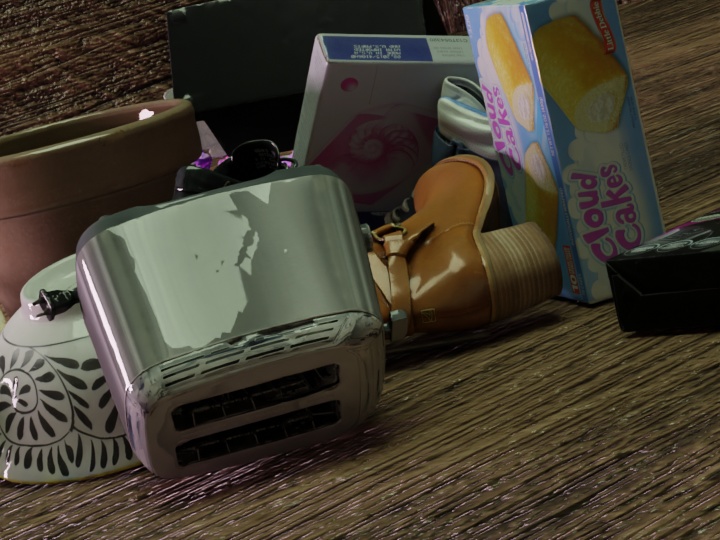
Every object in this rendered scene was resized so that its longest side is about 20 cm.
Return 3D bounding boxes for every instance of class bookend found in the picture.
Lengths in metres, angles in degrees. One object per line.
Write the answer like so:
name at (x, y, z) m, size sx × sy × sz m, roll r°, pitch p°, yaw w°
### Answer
bookend at (-0.026, -0.140, 2.003) m, size 0.197 × 0.093 × 0.200 m, roll -11°, pitch -22°, yaw 10°

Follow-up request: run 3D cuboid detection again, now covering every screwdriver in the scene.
screwdriver at (-0.016, 0.055, 1.635) m, size 0.198 × 0.028 × 0.029 m, roll -13°, pitch 37°, yaw -5°

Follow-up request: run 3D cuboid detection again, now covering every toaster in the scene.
toaster at (-0.077, 0.031, 1.449) m, size 0.199 × 0.114 × 0.130 m, roll -14°, pitch 53°, yaw -11°

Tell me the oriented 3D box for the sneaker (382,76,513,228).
sneaker at (0.066, -0.068, 1.869) m, size 0.199 × 0.148 × 0.080 m, roll -6°, pitch 11°, yaw 38°

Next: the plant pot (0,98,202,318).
plant pot at (-0.199, -0.017, 1.866) m, size 0.199 × 0.176 × 0.200 m, roll -13°, pitch 8°, yaw 2°

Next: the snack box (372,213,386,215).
snack box at (-0.099, -0.018, 2.062) m, size 0.168 × 0.068 × 0.199 m, roll -2°, pitch 15°, yaw 44°

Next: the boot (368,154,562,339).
boot at (0.027, -0.014, 1.691) m, size 0.154 × 0.074 × 0.200 m, roll -15°, pitch 21°, yaw -14°

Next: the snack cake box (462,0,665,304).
snack cake box at (0.137, -0.086, 1.701) m, size 0.067 × 0.201 × 0.115 m, roll -16°, pitch 9°, yaw -17°

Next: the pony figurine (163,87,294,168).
pony figurine at (-0.098, -0.082, 2.283) m, size 0.192 × 0.168 × 0.200 m, roll -10°, pitch -10°, yaw -34°

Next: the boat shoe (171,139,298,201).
boat shoe at (-0.068, -0.049, 1.621) m, size 0.074 × 0.067 × 0.199 m, roll 9°, pitch 10°, yaw 28°

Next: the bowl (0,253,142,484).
bowl at (-0.153, 0.042, 1.580) m, size 0.199 × 0.095 × 0.201 m, roll -16°, pitch 20°, yaw 6°

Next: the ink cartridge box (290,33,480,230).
ink cartridge box at (0.048, -0.088, 1.914) m, size 0.195 × 0.201 × 0.043 m, roll -1°, pitch 43°, yaw -15°

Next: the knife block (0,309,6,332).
knife block at (-0.282, 0.086, 1.778) m, size 0.064 × 0.176 × 0.200 m, roll -18°, pitch 55°, yaw -23°

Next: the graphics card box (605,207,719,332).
graphics card box at (0.257, -0.015, 1.568) m, size 0.125 × 0.051 × 0.199 m, roll -5°, pitch 14°, yaw 44°
